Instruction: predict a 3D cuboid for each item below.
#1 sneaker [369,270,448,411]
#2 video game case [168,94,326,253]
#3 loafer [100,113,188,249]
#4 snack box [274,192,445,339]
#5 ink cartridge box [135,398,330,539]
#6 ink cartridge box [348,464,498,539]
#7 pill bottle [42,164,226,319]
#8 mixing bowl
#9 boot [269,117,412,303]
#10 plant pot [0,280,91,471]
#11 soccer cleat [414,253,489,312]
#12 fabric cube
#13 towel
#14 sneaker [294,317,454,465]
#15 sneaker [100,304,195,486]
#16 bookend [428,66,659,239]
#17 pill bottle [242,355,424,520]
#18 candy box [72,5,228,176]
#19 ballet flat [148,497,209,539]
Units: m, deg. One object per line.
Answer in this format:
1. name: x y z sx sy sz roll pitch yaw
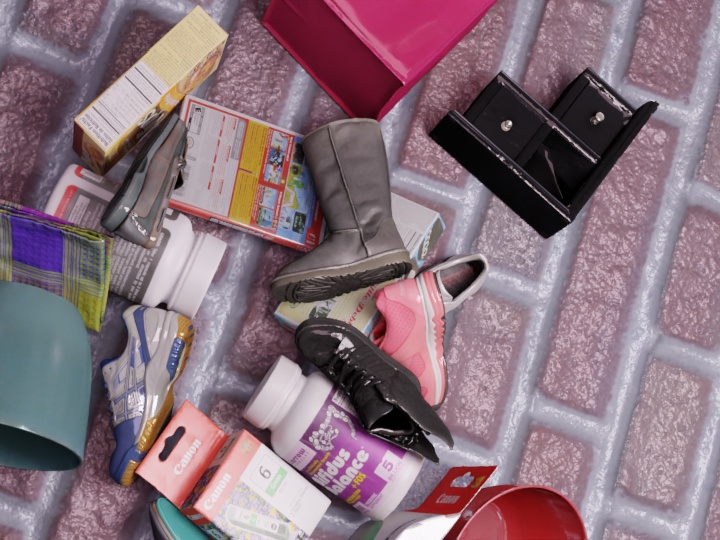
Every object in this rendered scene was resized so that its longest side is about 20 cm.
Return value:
1. sneaker: 0.053 0.084 1.678 0.085 0.202 0.074 -8 40 -3
2. video game case: -0.128 -0.112 1.715 0.198 0.017 0.145 18 62 -16
3. loafer: -0.226 -0.095 1.608 0.063 0.072 0.201 39 38 -15
4. snack box: 0.000 0.000 1.712 0.115 0.037 0.201 25 72 29
5. ink cartridge box: -0.140 0.243 1.629 0.200 0.050 0.109 42 62 -14
6. ink cartridge box: 0.053 0.282 1.633 0.050 0.161 0.201 41 74 -7
7. pill bottle: -0.260 -0.028 1.646 0.198 0.114 0.115 25 75 -7
8. mixing bowl: 0.149 0.324 1.658 0.198 0.108 0.203 -7 104 -29
9. boot: -0.038 -0.073 1.686 0.179 0.073 0.202 -12 69 -12
10. plant pot: -0.377 0.107 1.557 0.198 0.201 0.163 13 69 -10
11. soccer cleat: 0.067 0.036 1.723 0.198 0.085 0.069 -28 86 -16
12. fabric cube: 0.029 -0.322 1.724 0.199 0.200 0.196 -44 92 -17
13. towel: -0.372 -0.010 1.599 0.197 0.145 0.023 16 40 1
14. sneaker: 0.013 0.132 1.606 0.198 0.105 0.060 32 115 -16
15. sneaker: -0.254 0.137 1.634 0.087 0.075 0.203 18 91 6
16. bookend: 0.226 -0.184 1.798 0.198 0.092 0.201 41 73 -2
17. pill bottle: -0.031 0.186 1.657 0.199 0.112 0.113 34 74 -4
18. candy box: -0.244 -0.205 1.683 0.055 0.115 0.200 43 73 -1
19. ballet flat: -0.175 0.341 1.620 0.200 0.073 0.073 43 73 -8
